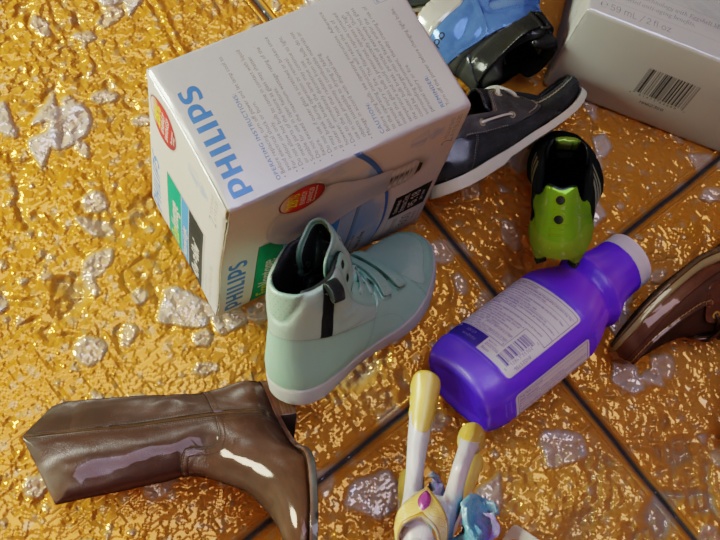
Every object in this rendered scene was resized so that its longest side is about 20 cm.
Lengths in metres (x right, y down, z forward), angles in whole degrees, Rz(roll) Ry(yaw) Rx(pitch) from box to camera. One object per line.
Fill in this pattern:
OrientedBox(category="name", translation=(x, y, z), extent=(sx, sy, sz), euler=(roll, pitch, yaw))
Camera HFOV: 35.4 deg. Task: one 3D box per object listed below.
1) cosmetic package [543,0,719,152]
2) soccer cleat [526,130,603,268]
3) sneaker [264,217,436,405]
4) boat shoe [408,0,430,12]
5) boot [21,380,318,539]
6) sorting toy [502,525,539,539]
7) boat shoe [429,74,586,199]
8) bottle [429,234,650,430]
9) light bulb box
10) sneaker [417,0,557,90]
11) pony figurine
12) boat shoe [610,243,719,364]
OrientedBox(category="cosmetic package", translation=(0.297, -0.249, 1.036), extent=(0.196, 0.123, 0.203), euler=(19, 64, -3))
OrientedBox(category="soccer cleat", translation=(0.170, -0.081, 0.927), extent=(0.066, 0.082, 0.201), euler=(5, 32, 8))
OrientedBox(category="sneaker", translation=(0.000, 0.000, 0.859), extent=(0.073, 0.120, 0.200), euler=(22, 44, 25))
OrientedBox(category="boat shoe", translation=(0.055, -0.282, 1.034), extent=(0.198, 0.062, 0.073), euler=(-27, 75, -20))
OrientedBox(category="boot", translation=(-0.134, 0.147, 0.791), extent=(0.196, 0.065, 0.187), euler=(-3, 28, -15))
OrientedBox(category="sorting toy", translation=(0.156, 0.319, 0.807), extent=(0.198, 0.107, 0.182), euler=(31, 85, 3))
OrientedBox(category="boat shoe", translation=(0.122, -0.131, 0.964), extent=(0.199, 0.071, 0.068), euler=(-32, 96, -33))
OrientedBox(category="bottle", translation=(0.149, 0.042, 0.905), extent=(0.199, 0.066, 0.083), euler=(-35, 47, -22))
OrientedBox(category="light bulb box", translation=(-0.048, -0.090, 0.862), extent=(0.198, 0.199, 0.126), euler=(-26, 73, -18))
OrientedBox(category="sneaker", translation=(0.149, -0.239, 1.025), extent=(0.200, 0.077, 0.111), euler=(-42, 75, -18))
OrientedBox(category="pony figurine", translation=(0.036, 0.203, 0.778), extent=(0.163, 0.196, 0.201), euler=(12, 39, 7))
OrientedBox(category="boat shoe", translation=(0.296, 0.024, 0.952), extent=(0.198, 0.072, 0.068), euler=(-32, 75, -23))
